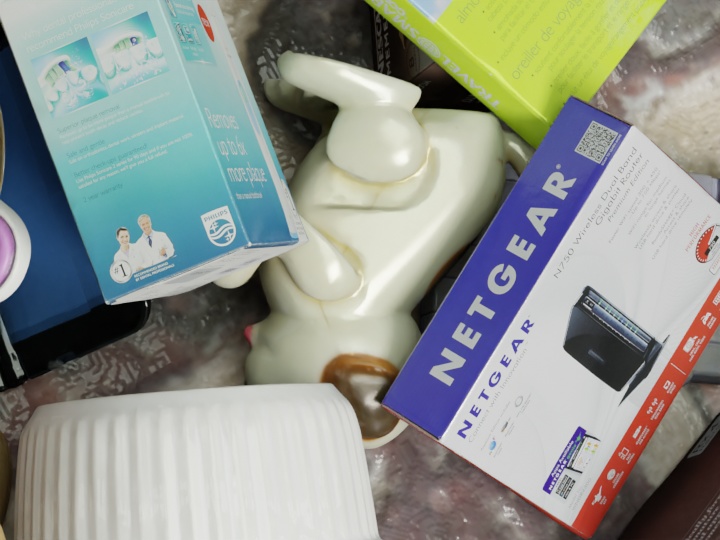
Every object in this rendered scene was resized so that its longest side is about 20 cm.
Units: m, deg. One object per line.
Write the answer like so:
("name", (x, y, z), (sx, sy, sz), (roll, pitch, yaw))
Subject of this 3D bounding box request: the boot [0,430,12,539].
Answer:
("boot", (-0.208, 0.143, 1.406), (0.066, 0.200, 0.176), (20, 74, -12))

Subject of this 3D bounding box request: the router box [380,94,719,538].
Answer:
("router box", (0.122, 0.030, 1.535), (0.201, 0.049, 0.179), (-59, 141, -2))

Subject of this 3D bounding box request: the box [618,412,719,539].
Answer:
("box", (0.263, 0.193, 1.575), (0.200, 0.164, 0.166), (42, 70, -7))

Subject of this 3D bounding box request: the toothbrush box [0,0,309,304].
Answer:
("toothbrush box", (-0.111, -0.092, 1.417), (0.085, 0.146, 0.201), (-22, 86, 10))

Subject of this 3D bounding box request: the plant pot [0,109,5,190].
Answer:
("plant pot", (-0.280, -0.063, 1.465), (0.199, 0.027, 0.201), (0, 91, 10))

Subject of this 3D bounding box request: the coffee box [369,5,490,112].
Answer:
("coffee box", (0.055, -0.202, 1.610), (0.079, 0.113, 0.201), (0, 80, -18))

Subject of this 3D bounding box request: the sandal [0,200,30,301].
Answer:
("sandal", (-0.265, -0.041, 1.423), (0.202, 0.050, 0.083), (18, 93, 10))

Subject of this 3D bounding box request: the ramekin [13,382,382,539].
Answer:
("ramekin", (-0.087, 0.117, 1.438), (0.199, 0.200, 0.106), (-3, 86, -19))

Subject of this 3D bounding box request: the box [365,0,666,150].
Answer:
("box", (0.064, -0.176, 1.522), (0.200, 0.048, 0.122), (41, 70, -8))

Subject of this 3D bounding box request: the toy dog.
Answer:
("toy dog", (0.000, 0.000, 1.548), (0.193, 0.139, 0.201), (15, 85, -14))

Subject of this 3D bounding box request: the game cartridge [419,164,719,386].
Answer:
("game cartridge", (0.132, -0.001, 1.640), (0.199, 0.038, 0.131), (7, 81, -17))

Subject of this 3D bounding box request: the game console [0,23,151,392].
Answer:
("game console", (-0.231, -0.030, 1.478), (0.170, 0.118, 0.201), (-19, 85, -21))
